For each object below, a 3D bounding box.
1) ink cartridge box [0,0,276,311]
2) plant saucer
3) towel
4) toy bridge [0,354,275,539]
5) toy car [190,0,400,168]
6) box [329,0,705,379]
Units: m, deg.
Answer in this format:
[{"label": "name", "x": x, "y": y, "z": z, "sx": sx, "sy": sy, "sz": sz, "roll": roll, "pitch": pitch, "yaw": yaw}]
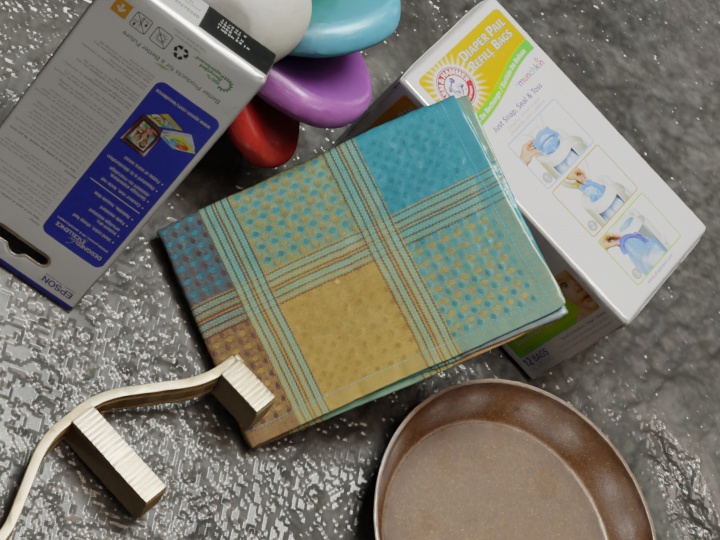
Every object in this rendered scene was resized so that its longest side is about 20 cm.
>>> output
[{"label": "ink cartridge box", "x": -0.140, "y": -0.071, "z": 1.103, "sx": 0.095, "sy": 0.200, "sz": 0.037, "roll": 36, "pitch": 31, "yaw": -12}, {"label": "plant saucer", "x": 0.088, "y": 0.164, "z": 1.221, "sx": 0.200, "sy": 0.034, "sz": 0.200, "roll": 13, "pitch": 62, "yaw": -27}, {"label": "towel", "x": 0.000, "y": 0.000, "z": 1.182, "sx": 0.200, "sy": 0.022, "sz": 0.147, "roll": -24, "pitch": 80, "yaw": 3}, {"label": "toy bridge", "x": -0.134, "y": 0.102, "z": 1.113, "sx": 0.067, "sy": 0.027, "sz": 0.200, "roll": 46, "pitch": 57, "yaw": 9}, {"label": "toy car", "x": -0.062, "y": -0.134, "z": 1.172, "sx": 0.150, "sy": 0.200, "sz": 0.175, "roll": 46, "pitch": 33, "yaw": -16}, {"label": "box", "x": 0.095, "y": -0.050, "z": 1.274, "sx": 0.200, "sy": 0.112, "sz": 0.101, "roll": 47, "pitch": 55, "yaw": -3}]
